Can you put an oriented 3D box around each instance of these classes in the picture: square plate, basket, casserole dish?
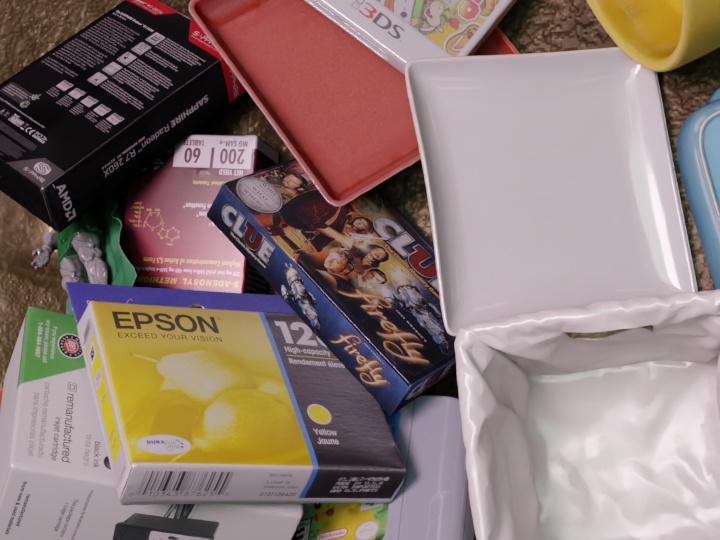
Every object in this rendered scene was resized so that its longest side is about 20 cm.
[{"bbox_3d":[0.136,-0.059,0.983,0.197,0.028,0.201,-6,80,-16],"label":"square plate"},{"bbox_3d":[0.179,0.129,0.909,0.195,0.161,0.203,-9,80,14],"label":"basket"},{"bbox_3d":[0.299,-0.048,0.971,0.120,0.039,0.203,-17,79,12],"label":"casserole dish"}]

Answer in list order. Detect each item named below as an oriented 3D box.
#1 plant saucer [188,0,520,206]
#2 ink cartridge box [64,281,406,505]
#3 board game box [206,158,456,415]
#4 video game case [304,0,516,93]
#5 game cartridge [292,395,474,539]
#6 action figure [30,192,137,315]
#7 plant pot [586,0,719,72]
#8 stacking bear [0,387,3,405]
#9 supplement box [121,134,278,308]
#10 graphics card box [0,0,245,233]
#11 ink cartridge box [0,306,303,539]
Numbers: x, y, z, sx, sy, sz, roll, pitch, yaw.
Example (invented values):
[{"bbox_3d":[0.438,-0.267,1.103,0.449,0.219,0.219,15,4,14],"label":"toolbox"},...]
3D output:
[{"bbox_3d":[0.002,-0.162,1.033,0.198,0.037,0.201,-31,73,-20],"label":"plant saucer"},{"bbox_3d":[-0.087,0.069,0.922,0.047,0.195,0.201,-62,37,37],"label":"ink cartridge box"},{"bbox_3d":[0.000,0.000,0.994,0.200,0.135,0.035,46,128,15],"label":"board game box"},{"bbox_3d":[0.046,-0.258,1.035,0.181,0.023,0.201,37,74,8],"label":"video game case"},{"bbox_3d":[-0.006,0.159,0.965,0.198,0.041,0.135,-20,40,31],"label":"game cartridge"},{"bbox_3d":[-0.221,-0.028,1.068,0.119,0.054,0.201,-53,39,31],"label":"action figure"},{"bbox_3d":[0.253,-0.267,0.945,0.187,0.201,0.203,-24,76,-6],"label":"plant pot"},{"bbox_3d":[-0.243,0.195,1.042,0.121,0.114,0.202,-31,80,10],"label":"stacking bear"},{"bbox_3d":[-0.130,-0.002,1.063,0.107,0.061,0.203,2,83,15],"label":"supplement box"},{"bbox_3d":[-0.199,-0.127,1.046,0.125,0.051,0.200,31,57,30],"label":"graphics card box"},{"bbox_3d":[-0.144,0.121,0.931,0.148,0.197,0.084,-99,30,-47],"label":"ink cartridge box"}]
